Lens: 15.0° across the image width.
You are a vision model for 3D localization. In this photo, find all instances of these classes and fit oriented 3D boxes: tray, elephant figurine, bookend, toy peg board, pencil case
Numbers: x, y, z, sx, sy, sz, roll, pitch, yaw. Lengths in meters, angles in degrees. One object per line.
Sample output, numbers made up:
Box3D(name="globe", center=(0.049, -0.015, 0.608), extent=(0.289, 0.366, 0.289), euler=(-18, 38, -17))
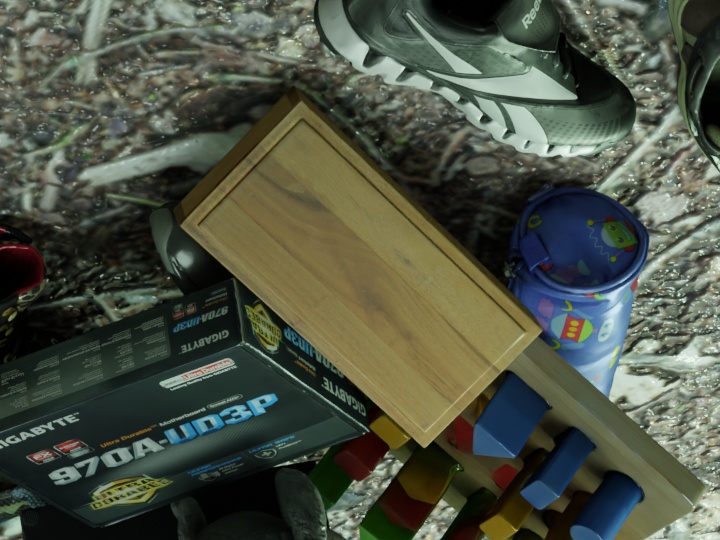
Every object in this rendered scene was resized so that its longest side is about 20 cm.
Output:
Box3D(name="tray", center=(0.000, 0.000, 1.554), extent=(0.099, 0.037, 0.200), euler=(-45, 109, 6))
Box3D(name="elephant figurine", center=(-0.041, 0.192, 1.647), extent=(0.154, 0.142, 0.200), euler=(6, 161, -4))
Box3D(name="bookend", center=(-0.124, 0.216, 1.843), extent=(0.199, 0.093, 0.199), euler=(-9, 159, -10))
Box3D(name="toy peg board", center=(0.072, 0.132, 1.682), extent=(0.200, 0.098, 0.199), euler=(41, 149, -4))
Box3D(name="pencil case", center=(0.121, 0.032, 1.668), extent=(0.086, 0.078, 0.200), euler=(-9, 146, -10))

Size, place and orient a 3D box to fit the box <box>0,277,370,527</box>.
Box3D(name="box", center=(-0.117, 0.082, 1.625), extent=(0.199, 0.046, 0.159), euler=(-20, 149, 20))

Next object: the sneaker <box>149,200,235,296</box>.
Box3D(name="sneaker", center=(-0.045, -0.004, 1.626), extent=(0.079, 0.076, 0.200), euler=(-36, 142, 22))

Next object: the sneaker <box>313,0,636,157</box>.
Box3D(name="sneaker", center=(0.079, -0.120, 1.456), extent=(0.199, 0.067, 0.090), euler=(22, 141, -27))

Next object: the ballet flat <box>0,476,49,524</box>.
Box3D(name="ballet flat", center=(-0.209, 0.119, 1.787), extent=(0.199, 0.075, 0.074), euler=(-26, 139, 25))

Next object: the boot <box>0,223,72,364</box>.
Box3D(name="boot", center=(-0.211, 0.040, 1.665), extent=(0.199, 0.073, 0.151), euler=(12, 146, -8))

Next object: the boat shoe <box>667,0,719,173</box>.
Box3D(name="boat shoe", center=(0.210, -0.090, 1.509), extent=(0.071, 0.066, 0.201), euler=(-11, 145, 10))
